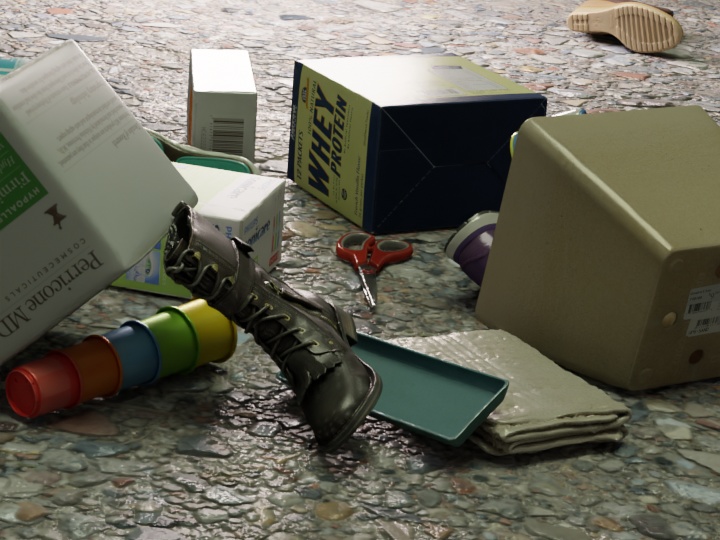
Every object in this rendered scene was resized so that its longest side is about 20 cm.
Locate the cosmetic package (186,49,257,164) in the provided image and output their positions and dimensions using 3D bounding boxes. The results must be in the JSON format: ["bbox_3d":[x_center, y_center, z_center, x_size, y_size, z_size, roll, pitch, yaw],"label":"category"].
[{"bbox_3d":[-0.154,-0.173,2.194,0.071,0.102,0.200,2,18,-6],"label":"cosmetic package"}]

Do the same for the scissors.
[{"bbox_3d":[0.000,0.000,1.864,0.073,0.014,0.200,10,20,9],"label":"scissors"}]

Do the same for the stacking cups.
[{"bbox_3d":[-0.185,0.073,1.549,0.060,0.061,0.200,19,29,37],"label":"stacking cups"}]

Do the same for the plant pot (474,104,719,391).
[{"bbox_3d":[0.242,-0.006,1.688,0.200,0.200,0.177,-7,34,-30],"label":"plant pot"}]

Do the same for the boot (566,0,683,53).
[{"bbox_3d":[0.425,-0.377,2.973,0.200,0.072,0.166,15,23,37],"label":"boot"}]

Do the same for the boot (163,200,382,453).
[{"bbox_3d":[-0.077,0.039,1.485,0.174,0.069,0.200,37,14,-25],"label":"boot"}]

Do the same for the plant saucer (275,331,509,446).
[{"bbox_3d":[0.024,0.089,1.534,0.200,0.019,0.070,15,50,45],"label":"plant saucer"}]

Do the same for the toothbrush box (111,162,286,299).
[{"bbox_3d":[-0.184,-0.042,1.824,0.200,0.086,0.146,8,19,12],"label":"toothbrush box"}]

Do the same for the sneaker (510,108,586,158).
[{"bbox_3d":[0.225,-0.063,1.852,0.082,0.200,0.074,-35,7,27],"label":"sneaker"}]

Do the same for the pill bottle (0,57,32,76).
[{"bbox_3d":[-0.432,-0.176,2.119,0.200,0.111,0.111,5,19,-1],"label":"pill bottle"}]

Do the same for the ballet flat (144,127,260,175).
[{"bbox_3d":[-0.194,-0.105,2.063,0.200,0.070,0.069,14,20,14],"label":"ballet flat"}]

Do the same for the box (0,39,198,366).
[{"bbox_3d":[-0.271,-0.041,1.547,0.199,0.171,0.200,-35,8,20],"label":"box"}]

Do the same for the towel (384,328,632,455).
[{"bbox_3d":[0.109,0.095,1.575,0.132,0.035,0.200,-4,21,-28],"label":"towel"}]

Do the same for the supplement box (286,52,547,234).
[{"bbox_3d":[0.056,-0.138,2.087,0.200,0.134,0.200,-5,21,-27],"label":"supplement box"}]

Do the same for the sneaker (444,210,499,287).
[{"bbox_3d":[0.162,-0.001,1.849,0.200,0.076,0.088,-5,50,-52],"label":"sneaker"}]
